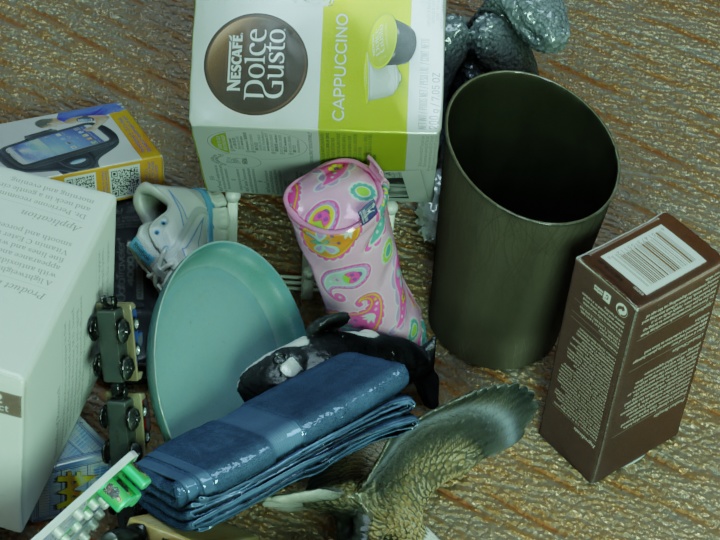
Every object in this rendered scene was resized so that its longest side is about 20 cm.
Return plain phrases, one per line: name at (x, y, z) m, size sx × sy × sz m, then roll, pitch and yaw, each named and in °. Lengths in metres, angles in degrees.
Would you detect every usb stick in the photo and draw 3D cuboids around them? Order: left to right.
usb stick at (-0.191, 0.014, 1.847) m, size 0.055 × 0.033 × 0.201 m, roll -4°, pitch 45°, yaw -3°

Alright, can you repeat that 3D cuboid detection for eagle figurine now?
eagle figurine at (0.030, 0.164, 1.669) m, size 0.151 × 0.151 × 0.201 m, roll 14°, pitch 54°, yaw 20°

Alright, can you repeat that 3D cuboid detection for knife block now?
knife block at (-0.132, 0.202, 1.564) m, size 0.064 × 0.176 × 0.200 m, roll 20°, pitch 45°, yaw 11°

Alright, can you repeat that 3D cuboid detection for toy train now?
toy train at (-0.171, 0.113, 1.647) m, size 0.034 × 0.201 × 0.046 m, roll 2°, pitch 17°, yaw 21°

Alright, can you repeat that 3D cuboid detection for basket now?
basket at (0.123, -0.029, 1.817) m, size 0.135 × 0.201 × 0.181 m, roll -5°, pitch 47°, yaw -14°

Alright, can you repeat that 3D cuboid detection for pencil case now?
pencil case at (0.000, 0.000, 1.770) m, size 0.087 × 0.201 × 0.088 m, roll -7°, pitch 46°, yaw 8°

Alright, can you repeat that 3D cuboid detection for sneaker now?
sneaker at (-0.148, 0.005, 1.812) m, size 0.086 × 0.075 × 0.201 m, roll 18°, pitch 36°, yaw -33°

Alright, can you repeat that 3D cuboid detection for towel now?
towel at (-0.062, 0.123, 1.598) m, size 0.199 × 0.049 × 0.111 m, roll -27°, pitch 19°, yaw -23°

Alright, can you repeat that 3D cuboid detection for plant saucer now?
plant saucer at (-0.103, 0.079, 1.706) m, size 0.027 × 0.201 × 0.201 m, roll -10°, pitch 34°, yaw 33°

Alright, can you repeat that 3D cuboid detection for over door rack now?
over door rack at (-0.044, -0.059, 1.919) m, size 0.147 × 0.067 × 0.201 m, roll 5°, pitch 45°, yaw -5°

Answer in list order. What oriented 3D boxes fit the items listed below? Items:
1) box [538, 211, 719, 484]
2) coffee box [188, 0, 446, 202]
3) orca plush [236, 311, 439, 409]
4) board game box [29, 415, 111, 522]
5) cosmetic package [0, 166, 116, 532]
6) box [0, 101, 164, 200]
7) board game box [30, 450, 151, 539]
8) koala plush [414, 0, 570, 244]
box at (0.209, 0.061, 1.740) m, size 0.100 × 0.201 × 0.075 m, roll -26°, pitch 51°, yaw -31°
coffee box at (-0.032, -0.179, 1.788) m, size 0.196 × 0.200 × 0.201 m, roll 2°, pitch 78°, yaw 1°
orca plush at (0.001, 0.097, 1.727) m, size 0.199 × 0.106 × 0.071 m, roll 14°, pitch 23°, yaw -49°
board game box at (-0.294, 0.137, 1.687) m, size 0.199 × 0.062 × 0.200 m, roll 29°, pitch 48°, yaw 21°
cosmetic package at (-0.284, 0.047, 1.617) m, size 0.164 × 0.166 × 0.201 m, roll 15°, pitch 44°, yaw 7°
box at (-0.279, -0.089, 1.913) m, size 0.199 × 0.042 × 0.119 m, roll -11°, pitch 31°, yaw -21°
board game box at (-0.236, 0.229, 1.512) m, size 0.026 × 0.200 × 0.200 m, roll 43°, pitch 52°, yaw 6°
koala plush at (0.109, -0.123, 1.966) m, size 0.176 × 0.184 × 0.201 m, roll -13°, pitch 69°, yaw -12°
